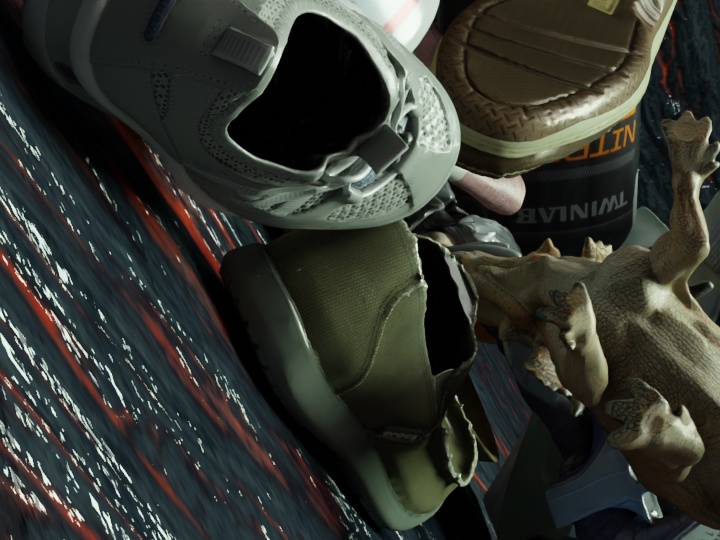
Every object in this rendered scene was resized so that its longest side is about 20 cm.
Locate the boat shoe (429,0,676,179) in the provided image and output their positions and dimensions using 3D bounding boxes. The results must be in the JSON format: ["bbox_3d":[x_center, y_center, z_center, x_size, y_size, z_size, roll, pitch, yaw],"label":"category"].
[{"bbox_3d":[0.075,-0.070,1.116,0.075,0.075,0.202,27,32,13],"label":"boat shoe"}]

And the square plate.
[{"bbox_3d":[0.104,0.077,1.301,0.028,0.200,0.198,17,9,-9],"label":"square plate"}]

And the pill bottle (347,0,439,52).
[{"bbox_3d":[-0.060,-0.143,0.890,0.200,0.109,0.109,60,5,-35],"label":"pill bottle"}]

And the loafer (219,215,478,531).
[{"bbox_3d":[0.014,0.033,0.976,0.075,0.070,0.200,65,5,21],"label":"loafer"}]

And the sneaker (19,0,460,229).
[{"bbox_3d":[-0.017,-0.041,0.820,0.082,0.075,0.200,30,6,28],"label":"sneaker"}]

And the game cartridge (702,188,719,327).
[{"bbox_3d":[0.162,0.019,1.242,0.200,0.038,0.130,120,-12,-57],"label":"game cartridge"}]

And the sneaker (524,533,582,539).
[{"bbox_3d":[0.111,0.115,0.961,0.075,0.200,0.106,-31,-88,51],"label":"sneaker"}]

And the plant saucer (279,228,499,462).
[{"bbox_3d":[0.000,0.000,1.233,0.200,0.035,0.200,62,5,-10],"label":"plant saucer"}]

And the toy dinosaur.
[{"bbox_3d":[0.107,0.043,0.962,0.200,0.086,0.136,60,-10,26],"label":"toy dinosaur"}]

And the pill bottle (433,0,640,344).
[{"bbox_3d":[0.072,-0.070,1.268,0.106,0.106,0.200,-105,-166,-70],"label":"pill bottle"}]

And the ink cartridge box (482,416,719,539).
[{"bbox_3d":[0.133,0.104,1.389,0.057,0.163,0.200,25,18,-15],"label":"ink cartridge box"}]

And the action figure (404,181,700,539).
[{"bbox_3d":[0.073,0.027,1.168,0.200,0.069,0.130,53,21,8],"label":"action figure"}]

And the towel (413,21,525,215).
[{"bbox_3d":[-0.028,-0.102,1.122,0.200,0.023,0.144,25,28,-42],"label":"towel"}]
